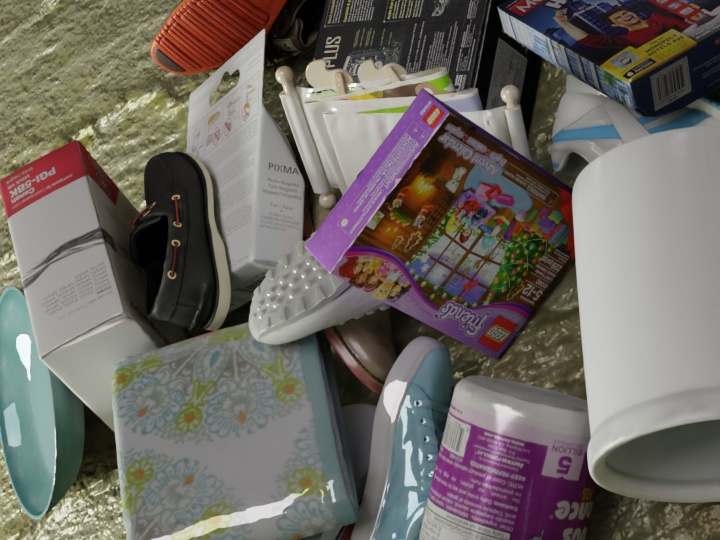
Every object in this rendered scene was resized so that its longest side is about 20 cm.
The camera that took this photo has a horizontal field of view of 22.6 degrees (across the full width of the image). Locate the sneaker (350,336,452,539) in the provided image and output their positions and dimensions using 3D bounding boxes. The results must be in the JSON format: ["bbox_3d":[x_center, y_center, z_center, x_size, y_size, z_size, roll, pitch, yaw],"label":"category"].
[{"bbox_3d":[0.052,0.151,1.318,0.082,0.074,0.200,10,87,30],"label":"sneaker"}]

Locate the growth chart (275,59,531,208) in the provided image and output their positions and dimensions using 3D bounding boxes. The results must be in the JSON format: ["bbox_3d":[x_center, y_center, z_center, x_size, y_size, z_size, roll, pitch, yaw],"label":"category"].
[{"bbox_3d":[0.037,-0.095,1.350,0.200,0.145,0.018,5,37,20],"label":"growth chart"}]

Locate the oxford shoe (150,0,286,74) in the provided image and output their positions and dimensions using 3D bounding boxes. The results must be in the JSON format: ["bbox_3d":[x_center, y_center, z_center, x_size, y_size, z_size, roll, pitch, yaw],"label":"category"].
[{"bbox_3d":[-0.097,-0.239,1.503,0.200,0.071,0.073,-36,35,22],"label":"oxford shoe"}]

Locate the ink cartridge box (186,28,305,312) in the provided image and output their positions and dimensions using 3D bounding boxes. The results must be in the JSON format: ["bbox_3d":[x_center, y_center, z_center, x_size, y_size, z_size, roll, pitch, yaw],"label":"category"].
[{"bbox_3d":[-0.098,-0.074,1.483,0.163,0.057,0.200,-29,50,57],"label":"ink cartridge box"}]

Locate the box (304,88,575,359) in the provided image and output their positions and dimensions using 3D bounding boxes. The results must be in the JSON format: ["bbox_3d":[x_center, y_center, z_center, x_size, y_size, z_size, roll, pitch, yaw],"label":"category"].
[{"bbox_3d":[0.072,-0.028,1.279,0.137,0.200,0.039,-53,46,9],"label":"box"}]

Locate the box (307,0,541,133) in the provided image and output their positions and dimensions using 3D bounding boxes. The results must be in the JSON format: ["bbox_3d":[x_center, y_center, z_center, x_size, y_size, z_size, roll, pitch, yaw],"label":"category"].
[{"bbox_3d":[0.058,-0.199,1.427,0.164,0.086,0.200,1,74,36],"label":"box"}]

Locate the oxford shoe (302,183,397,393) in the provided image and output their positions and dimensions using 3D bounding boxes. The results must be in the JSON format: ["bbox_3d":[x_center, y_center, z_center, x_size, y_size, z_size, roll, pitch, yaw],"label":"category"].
[{"bbox_3d":[0.000,0.000,1.408,0.075,0.070,0.200,-30,58,19],"label":"oxford shoe"}]

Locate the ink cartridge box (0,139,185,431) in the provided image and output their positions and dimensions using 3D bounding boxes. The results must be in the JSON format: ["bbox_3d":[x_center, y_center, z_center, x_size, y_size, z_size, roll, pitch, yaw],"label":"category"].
[{"bbox_3d":[-0.216,0.016,1.491,0.083,0.147,0.200,-27,50,6],"label":"ink cartridge box"}]

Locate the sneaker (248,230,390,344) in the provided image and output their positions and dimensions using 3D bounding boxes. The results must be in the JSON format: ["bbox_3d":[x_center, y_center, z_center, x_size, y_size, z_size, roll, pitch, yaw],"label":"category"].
[{"bbox_3d":[0.008,0.002,1.341,0.200,0.081,0.076,-33,42,12],"label":"sneaker"}]

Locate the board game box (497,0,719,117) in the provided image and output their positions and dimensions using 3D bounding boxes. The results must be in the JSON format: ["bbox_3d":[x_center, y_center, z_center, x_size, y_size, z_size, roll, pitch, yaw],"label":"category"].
[{"bbox_3d":[0.209,-0.190,1.281,0.200,0.062,0.200,-29,39,-18],"label":"board game box"}]

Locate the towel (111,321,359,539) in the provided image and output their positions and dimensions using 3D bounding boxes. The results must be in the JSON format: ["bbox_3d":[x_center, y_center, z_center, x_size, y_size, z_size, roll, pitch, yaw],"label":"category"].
[{"bbox_3d":[-0.097,0.126,1.346,0.171,0.048,0.200,-18,48,6],"label":"towel"}]

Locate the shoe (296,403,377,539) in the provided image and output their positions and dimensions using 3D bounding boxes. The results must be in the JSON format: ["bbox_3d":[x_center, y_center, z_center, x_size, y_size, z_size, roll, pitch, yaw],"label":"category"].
[{"bbox_3d":[-0.025,0.199,1.353,0.071,0.091,0.200,6,47,26],"label":"shoe"}]

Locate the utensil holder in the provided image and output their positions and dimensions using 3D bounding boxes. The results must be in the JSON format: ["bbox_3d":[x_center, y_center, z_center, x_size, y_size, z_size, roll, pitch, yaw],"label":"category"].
[{"bbox_3d":[0.224,0.030,1.167,0.170,0.170,0.200,-17,61,31],"label":"utensil holder"}]

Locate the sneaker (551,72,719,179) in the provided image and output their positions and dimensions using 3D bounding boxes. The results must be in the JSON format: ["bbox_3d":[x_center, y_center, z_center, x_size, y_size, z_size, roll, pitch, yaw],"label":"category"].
[{"bbox_3d":[0.223,-0.086,1.278,0.200,0.076,0.081,18,94,45],"label":"sneaker"}]

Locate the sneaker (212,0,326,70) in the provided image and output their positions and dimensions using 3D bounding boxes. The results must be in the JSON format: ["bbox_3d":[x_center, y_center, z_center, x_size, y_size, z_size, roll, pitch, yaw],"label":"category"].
[{"bbox_3d":[-0.076,-0.214,1.540,0.200,0.070,0.076,-29,51,24],"label":"sneaker"}]

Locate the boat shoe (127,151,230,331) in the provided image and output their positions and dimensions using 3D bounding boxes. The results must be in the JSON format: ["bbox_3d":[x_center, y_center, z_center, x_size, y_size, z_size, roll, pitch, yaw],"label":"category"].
[{"bbox_3d":[-0.153,-0.032,1.457,0.202,0.063,0.074,-107,34,-47],"label":"boat shoe"}]

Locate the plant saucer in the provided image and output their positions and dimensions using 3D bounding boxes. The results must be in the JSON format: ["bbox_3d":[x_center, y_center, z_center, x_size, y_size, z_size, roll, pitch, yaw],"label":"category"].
[{"bbox_3d":[-0.273,0.111,1.542,0.200,0.036,0.200,174,90,-65],"label":"plant saucer"}]

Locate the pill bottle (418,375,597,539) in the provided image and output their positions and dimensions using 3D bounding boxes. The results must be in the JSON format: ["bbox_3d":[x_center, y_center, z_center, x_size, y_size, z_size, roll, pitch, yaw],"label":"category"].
[{"bbox_3d":[0.097,0.181,1.231,0.112,0.112,0.200,16,96,39],"label":"pill bottle"}]
